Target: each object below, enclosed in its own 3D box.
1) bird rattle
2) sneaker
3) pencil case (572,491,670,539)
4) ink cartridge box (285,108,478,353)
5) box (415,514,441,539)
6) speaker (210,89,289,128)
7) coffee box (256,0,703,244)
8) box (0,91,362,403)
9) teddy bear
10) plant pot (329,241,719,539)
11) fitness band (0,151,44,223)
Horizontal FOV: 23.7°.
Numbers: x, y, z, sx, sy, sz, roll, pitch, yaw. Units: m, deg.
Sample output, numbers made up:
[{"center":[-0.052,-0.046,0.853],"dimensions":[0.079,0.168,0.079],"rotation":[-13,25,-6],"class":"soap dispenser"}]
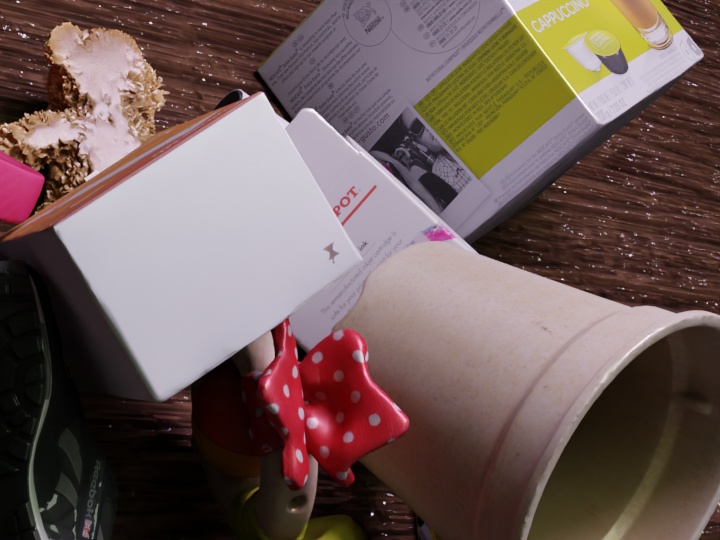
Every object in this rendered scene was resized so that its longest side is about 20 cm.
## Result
[{"center":[-0.057,0.092,0.924],"dimensions":[0.112,0.202,0.163],"rotation":[-19,42,-21],"class":"bird rattle"},{"center":[-0.164,0.096,0.863],"dimensions":[0.087,0.075,0.203],"rotation":[-5,92,-67],"class":"sneaker"},{"center":[0.172,0.195,1.077],"dimensions":[0.200,0.087,0.088],"rotation":[47,23,-59],"class":"pencil case"},{"center":[0.000,0.000,1.069],"dimensions":[0.200,0.115,0.068],"rotation":[42,5,-14],"class":"ink cartridge box"},{"center":[0.080,0.163,1.094],"dimensions":[0.070,0.064,0.202],"rotation":[24,45,-30],"class":"box"},{"center":[-0.025,-0.034,1.137],"dimensions":[0.199,0.081,0.082],"rotation":[33,40,-20],"class":"speaker"},{"center":[0.088,-0.152,1.253],"dimensions":[0.199,0.200,0.199],"rotation":[53,37,4],"class":"coffee box"},{"center":[-0.103,-0.009,0.885],"dimensions":[0.124,0.200,0.098],"rotation":[-35,101,-19],"class":"box"},{"center":[-0.158,-0.047,1.035],"dimensions":[0.144,0.067,0.202],"rotation":[-13,73,-37],"class":"teddy bear"},{"center":[0.083,0.078,0.949],"dimensions":[0.183,0.203,0.199],"rotation":[30,23,37],"class":"plant pot"},{"center":[-0.261,-0.077,0.895],"dimensions":[0.198,0.038,0.143],"rotation":[25,0,-22],"class":"fitness band"}]
